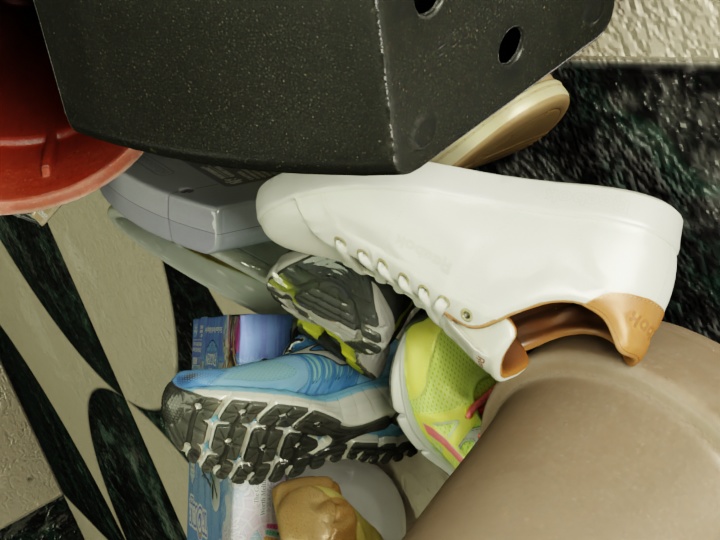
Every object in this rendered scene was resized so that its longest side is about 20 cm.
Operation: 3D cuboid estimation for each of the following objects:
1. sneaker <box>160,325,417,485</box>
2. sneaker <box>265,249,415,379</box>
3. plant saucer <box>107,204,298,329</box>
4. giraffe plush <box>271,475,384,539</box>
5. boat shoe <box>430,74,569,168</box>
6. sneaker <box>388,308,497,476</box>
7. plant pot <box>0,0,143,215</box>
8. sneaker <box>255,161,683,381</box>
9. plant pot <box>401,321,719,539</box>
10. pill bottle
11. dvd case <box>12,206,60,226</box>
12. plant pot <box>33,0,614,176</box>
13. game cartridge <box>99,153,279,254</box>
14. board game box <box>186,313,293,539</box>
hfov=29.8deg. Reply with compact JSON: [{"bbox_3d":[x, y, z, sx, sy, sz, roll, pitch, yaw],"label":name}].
[{"bbox_3d":[-0.040,0.077,0.864,0.079,0.199,0.090,-57,46,35],"label":"sneaker"},{"bbox_3d":[0.000,0.000,0.762,0.074,0.085,0.200,31,169,6],"label":"sneaker"},{"bbox_3d":[-0.081,-0.011,0.958,0.199,0.050,0.200,27,171,5],"label":"plant saucer"},{"bbox_3d":[0.040,0.216,0.862,0.173,0.161,0.201,-109,10,-55],"label":"giraffe plush"},{"bbox_3d":[0.032,-0.075,0.674,0.200,0.071,0.065,-20,93,65],"label":"boat shoe"},{"bbox_3d":[0.089,0.104,0.770,0.090,0.078,0.201,-3,119,56],"label":"sneaker"},{"bbox_3d":[-0.184,-0.165,0.700,0.196,0.200,0.201,-94,-7,-56],"label":"plant pot"},{"bbox_3d":[0.037,0.001,0.604,0.199,0.085,0.073,7,164,23],"label":"sneaker"},{"bbox_3d":[0.097,0.146,0.605,0.200,0.174,0.201,31,137,34],"label":"plant pot"},{"bbox_3d":[-0.049,0.209,1.124,0.114,0.113,0.200,63,158,-2],"label":"pill bottle"},{"bbox_3d":[-0.173,-0.115,0.923,0.016,0.200,0.149,44,166,-25],"label":"dvd case"},{"bbox_3d":[-0.009,-0.150,0.536,0.177,0.200,0.200,29,142,37],"label":"plant pot"},{"bbox_3d":[-0.096,-0.062,0.886,0.200,0.133,0.041,31,125,53],"label":"game cartridge"},{"bbox_3d":[-0.094,0.133,1.014,0.200,0.043,0.200,168,103,-74],"label":"board game box"}]
